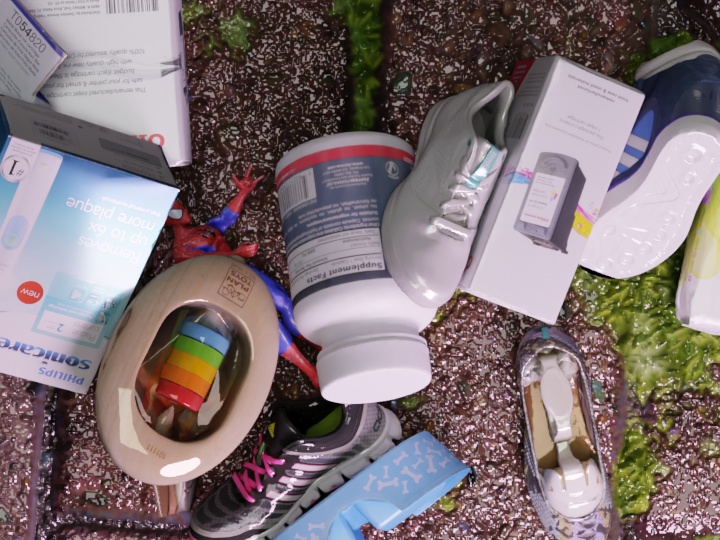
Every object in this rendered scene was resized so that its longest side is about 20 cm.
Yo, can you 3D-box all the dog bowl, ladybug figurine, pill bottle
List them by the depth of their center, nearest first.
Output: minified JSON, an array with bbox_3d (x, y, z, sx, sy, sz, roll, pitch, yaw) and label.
[{"bbox_3d":[-0.141,0.078,1.592,0.136,0.072,0.200,32,73,-14],"label":"ladybug figurine"},{"bbox_3d":[0.000,0.000,1.604,0.119,0.120,0.200,-8,71,0],"label":"pill bottle"},{"bbox_3d":[-0.002,0.206,1.648,0.200,0.111,0.050,-37,79,1],"label":"dog bowl"}]

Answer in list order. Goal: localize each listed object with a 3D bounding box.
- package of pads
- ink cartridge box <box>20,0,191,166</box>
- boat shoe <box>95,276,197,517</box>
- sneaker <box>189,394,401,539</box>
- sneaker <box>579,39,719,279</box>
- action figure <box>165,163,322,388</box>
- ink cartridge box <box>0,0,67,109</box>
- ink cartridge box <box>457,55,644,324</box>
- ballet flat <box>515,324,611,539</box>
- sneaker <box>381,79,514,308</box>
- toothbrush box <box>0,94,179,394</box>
[{"bbox_3d":[0.355,-0.037,1.661,0.154,0.068,0.200,10,91,-1],"label":"package of pads"},{"bbox_3d":[-0.220,-0.181,1.643,0.146,0.084,0.200,-3,92,0],"label":"ink cartridge box"},{"bbox_3d":[-0.184,0.108,1.663,0.074,0.076,0.200,-11,84,5],"label":"boat shoe"},{"bbox_3d":[-0.066,0.156,1.645,0.200,0.074,0.088,-33,128,-3],"label":"sneaker"},{"bbox_3d":[0.248,-0.101,1.658,0.080,0.147,0.200,20,136,-12],"label":"sneaker"},{"bbox_3d":[-0.079,-0.004,1.649,0.200,0.065,0.099,39,124,-1],"label":"action figure"},{"bbox_3d":[-0.344,-0.170,1.611,0.200,0.041,0.200,-47,74,21],"label":"ink cartridge box"},{"bbox_3d":[0.143,-0.069,1.617,0.085,0.148,0.200,20,92,-10],"label":"ink cartridge box"},{"bbox_3d":[0.170,0.147,1.665,0.072,0.072,0.201,-11,92,0],"label":"ballet flat"},{"bbox_3d":[0.077,-0.068,1.555,0.075,0.088,0.200,29,57,-25],"label":"sneaker"},{"bbox_3d":[-0.253,-0.019,1.571,0.146,0.085,0.200,18,113,-25],"label":"toothbrush box"}]
